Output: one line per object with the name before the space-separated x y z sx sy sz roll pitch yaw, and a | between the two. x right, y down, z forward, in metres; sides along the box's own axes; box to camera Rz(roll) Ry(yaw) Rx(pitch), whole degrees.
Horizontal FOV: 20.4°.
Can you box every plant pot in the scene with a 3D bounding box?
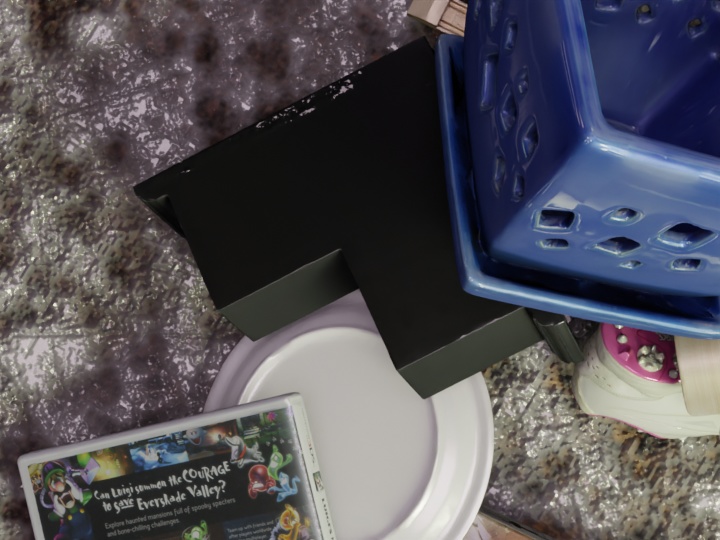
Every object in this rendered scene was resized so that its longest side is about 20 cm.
plant pot | 0.148 -0.080 1.081 0.199 0.180 0.200 10 55 -22

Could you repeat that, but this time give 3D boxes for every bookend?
bookend | 0.000 0.000 1.194 0.198 0.092 0.200 -27 69 5

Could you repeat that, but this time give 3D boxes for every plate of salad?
plate of salad | -0.008 0.109 1.240 0.200 0.048 0.201 -6 74 23

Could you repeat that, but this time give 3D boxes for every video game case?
video game case | -0.105 0.183 1.228 0.200 0.023 0.182 -14 89 24

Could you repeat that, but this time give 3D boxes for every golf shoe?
golf shoe | 0.223 0.072 1.243 0.199 0.092 0.075 17 52 -17

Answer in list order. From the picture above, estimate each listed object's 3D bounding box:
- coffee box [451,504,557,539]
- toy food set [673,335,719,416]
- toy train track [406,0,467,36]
coffee box | 0.131 0.235 1.230 0.200 0.080 0.115 26 89 1
toy food set | 0.253 -0.018 1.188 0.143 0.060 0.201 -9 64 12
toy train track | 0.123 -0.129 1.261 0.200 0.033 0.115 27 89 0
